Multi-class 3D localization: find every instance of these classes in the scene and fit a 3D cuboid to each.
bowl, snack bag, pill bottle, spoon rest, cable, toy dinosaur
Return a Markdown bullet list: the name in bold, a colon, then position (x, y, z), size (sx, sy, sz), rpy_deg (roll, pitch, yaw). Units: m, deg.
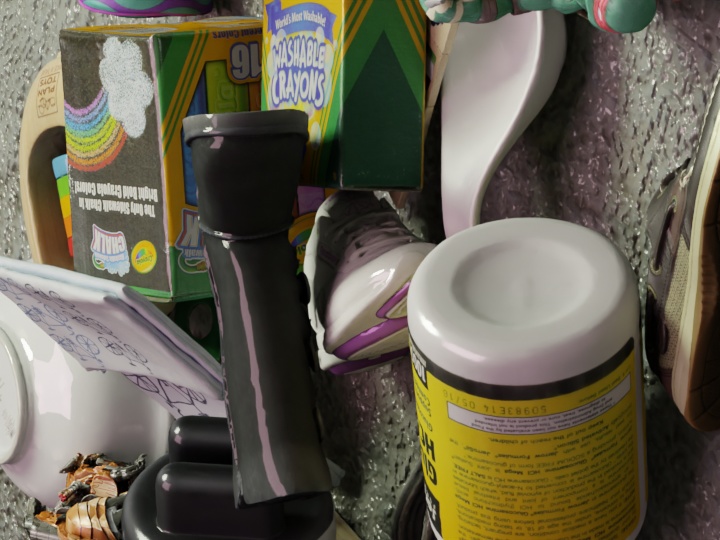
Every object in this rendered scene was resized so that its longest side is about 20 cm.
- **bowl**: position (-0.211, 0.077, 1.996), size (0.201, 0.090, 0.202), rpy_deg (19, 112, 57)
- **snack bag**: position (-0.122, 0.061, 1.783), size (0.021, 0.200, 0.188), rpy_deg (-56, 29, -15)
- **pill bottle**: position (0.085, 0.082, 1.463), size (0.112, 0.112, 0.200), rpy_deg (45, 150, 45)
- **spoon rest**: position (0.073, -0.072, 1.532), size (0.099, 0.061, 0.200), rpy_deg (5, 101, 60)
- **cable**: position (0.044, 0.089, 1.622), size (0.200, 0.050, 0.097), rpy_deg (-56, 48, 45)
- **toy dinosaur**: position (-0.144, 0.175, 1.850), size (0.200, 0.135, 0.102), rpy_deg (-93, 10, -47)

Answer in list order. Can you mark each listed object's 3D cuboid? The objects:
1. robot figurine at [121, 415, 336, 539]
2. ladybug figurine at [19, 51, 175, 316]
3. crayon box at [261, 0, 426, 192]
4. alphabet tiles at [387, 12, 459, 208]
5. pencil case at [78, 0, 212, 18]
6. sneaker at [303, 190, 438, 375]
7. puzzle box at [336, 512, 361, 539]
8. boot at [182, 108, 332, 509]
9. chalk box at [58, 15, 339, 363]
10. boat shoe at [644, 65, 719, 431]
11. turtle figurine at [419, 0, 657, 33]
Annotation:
- **robot figurine**: position (-0.076, 0.177, 1.695), size (0.125, 0.150, 0.200), rpy_deg (31, 138, 35)
- **ladybug figurine**: position (-0.161, -0.045, 1.900), size (0.136, 0.072, 0.200), rpy_deg (-10, 88, 52)
- **crayon box**: position (-0.010, -0.145, 1.600), size (0.126, 0.051, 0.200), rpy_deg (-172, 84, -68)
- **alphabet tiles**: position (0.012, -0.159, 1.624), size (0.200, 0.008, 0.167), rpy_deg (-115, 33, -48)
- **pencil case**: position (-0.129, -0.253, 1.798), size (0.092, 0.085, 0.200), rpy_deg (16, 110, 39)
- **sneaker**: position (0.000, 0.000, 1.606), size (0.200, 0.075, 0.100), rpy_deg (142, 114, -75)
- **puzzle box**: position (-0.011, 0.228, 1.765), size (0.200, 0.025, 0.133), rpy_deg (45, 133, 45)
- **boot**: position (-0.053, 0.023, 1.542), size (0.165, 0.065, 0.200), rpy_deg (84, -177, -85)
- **chalk box**: position (-0.092, -0.047, 1.748), size (0.125, 0.124, 0.200), rpy_deg (10, 106, 56)
- **boat shoe**: position (0.164, -0.022, 1.383), size (0.065, 0.073, 0.200), rpy_deg (35, 125, 44)
- **turtle figurine**: position (0.096, -0.168, 1.432), size (0.150, 0.101, 0.200), rpy_deg (-43, 38, 13)
